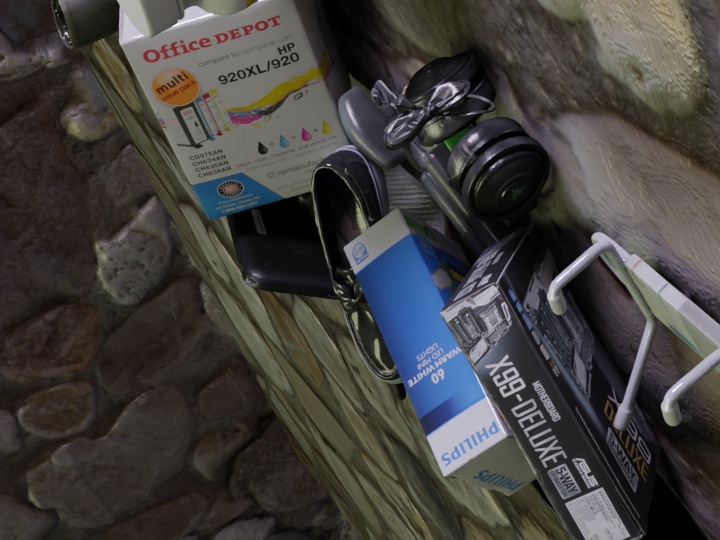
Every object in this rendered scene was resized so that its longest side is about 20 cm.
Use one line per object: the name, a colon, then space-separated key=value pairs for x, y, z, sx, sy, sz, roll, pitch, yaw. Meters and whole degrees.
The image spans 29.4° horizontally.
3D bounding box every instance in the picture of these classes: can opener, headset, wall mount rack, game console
can opener: x=0.059 y=-0.071 z=1.096 sx=0.200 sy=0.066 sz=0.053 roll=49 pitch=166 yaw=18
headset: x=0.064 y=-0.087 z=0.938 sx=0.124 sy=0.094 sz=0.200 roll=55 pitch=180 yaw=13
wall mount rack: x=0.195 y=0.072 z=0.855 sx=0.200 sy=0.074 sz=0.174 roll=49 pitch=179 yaw=44
game console: x=-0.045 y=0.015 z=1.271 sx=0.200 sy=0.174 sz=0.117 roll=-114 pitch=36 yaw=-59

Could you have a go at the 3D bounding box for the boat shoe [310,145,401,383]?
boat shoe: x=0.000 y=0.000 z=1.122 sx=0.068 sy=0.056 sz=0.202 roll=-10 pitch=98 yaw=32

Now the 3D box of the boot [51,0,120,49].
boot: x=-0.192 y=-0.260 z=1.303 sx=0.073 sy=0.199 sz=0.182 roll=51 pitch=168 yaw=15

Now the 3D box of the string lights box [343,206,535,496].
string lights box: x=0.068 y=0.061 z=1.020 sx=0.102 sy=0.059 sz=0.201 roll=26 pitch=-147 yaw=-54

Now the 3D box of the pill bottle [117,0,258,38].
pill bottle: x=-0.068 y=-0.230 z=0.849 sx=0.113 sy=0.199 sz=0.113 roll=54 pitch=168 yaw=17

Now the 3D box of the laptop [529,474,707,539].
laptop: x=0.208 y=0.214 z=1.097 sx=0.178 sy=0.199 sz=0.104 roll=53 pitch=131 yaw=20

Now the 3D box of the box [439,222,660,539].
box: x=0.141 y=0.080 z=0.977 sx=0.201 sy=0.049 sz=0.158 roll=59 pitch=-158 yaw=-6

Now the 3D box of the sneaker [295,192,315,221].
sneaker: x=-0.068 y=-0.106 z=1.304 sx=0.201 sy=0.089 sz=0.070 roll=-95 pitch=-11 yaw=-51

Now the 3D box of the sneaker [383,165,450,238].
sneaker: x=0.040 y=-0.026 z=1.239 sx=0.201 sy=0.075 sz=0.105 roll=-119 pitch=6 yaw=-54

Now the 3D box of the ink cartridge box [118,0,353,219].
ink cartridge box: x=-0.097 y=-0.176 z=1.148 sx=0.146 sy=0.146 sz=0.201 roll=-97 pitch=-11 yaw=-45
